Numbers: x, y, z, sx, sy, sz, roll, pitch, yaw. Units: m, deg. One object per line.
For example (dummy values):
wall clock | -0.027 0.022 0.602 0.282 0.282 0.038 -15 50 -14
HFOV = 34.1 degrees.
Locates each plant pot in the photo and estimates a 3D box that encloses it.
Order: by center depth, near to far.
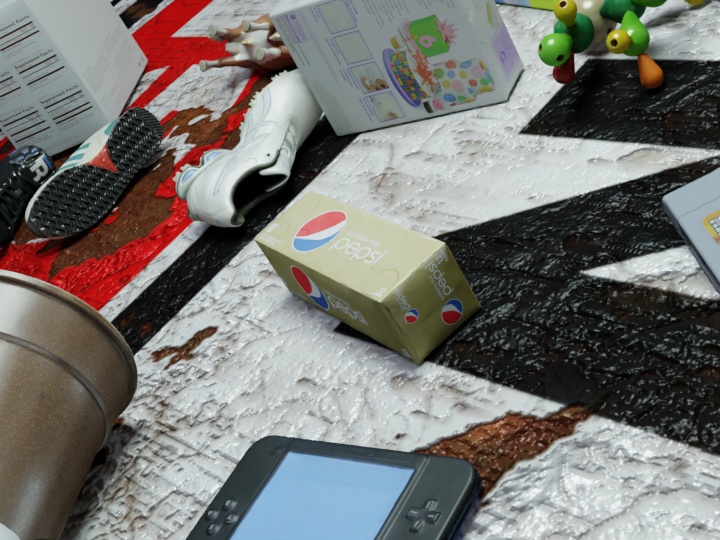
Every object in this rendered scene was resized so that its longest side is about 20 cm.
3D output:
plant pot | -0.282 0.137 0.855 0.199 0.200 0.199 -17 42 24

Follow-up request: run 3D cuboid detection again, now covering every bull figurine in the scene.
bull figurine | -0.098 -0.269 1.359 0.121 0.066 0.199 -13 5 -40

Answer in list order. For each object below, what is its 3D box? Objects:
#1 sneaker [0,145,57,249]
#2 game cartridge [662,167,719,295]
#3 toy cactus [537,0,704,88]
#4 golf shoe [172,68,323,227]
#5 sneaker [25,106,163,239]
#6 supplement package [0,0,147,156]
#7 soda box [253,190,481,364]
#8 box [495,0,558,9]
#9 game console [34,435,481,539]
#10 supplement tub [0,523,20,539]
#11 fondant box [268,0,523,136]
sneaker | -0.423 -0.100 1.423 0.112 0.073 0.200 -34 29 1
game cartridge | 0.274 -0.020 0.704 0.133 0.042 0.200 -31 30 11
toy cactus | 0.224 -0.219 1.005 0.200 0.102 0.165 -43 13 -13
golf shoe | -0.085 -0.115 1.150 0.097 0.078 0.200 28 72 43
sneaker | -0.312 -0.103 1.350 0.200 0.070 0.093 -52 18 -26
supplement package | -0.414 -0.289 1.549 0.146 0.200 0.192 -20 32 20
soda box | 0.000 0.000 0.899 0.068 0.064 0.200 -41 31 -15
box | 0.155 -0.320 1.159 0.048 0.122 0.200 -44 32 -12
game console | -0.059 0.142 0.696 0.199 0.119 0.171 0 43 42
supplement tub | -0.214 0.225 0.636 0.144 0.200 0.145 -24 31 15
fondant box | 0.033 -0.215 1.098 0.199 0.145 0.058 -6 38 37
